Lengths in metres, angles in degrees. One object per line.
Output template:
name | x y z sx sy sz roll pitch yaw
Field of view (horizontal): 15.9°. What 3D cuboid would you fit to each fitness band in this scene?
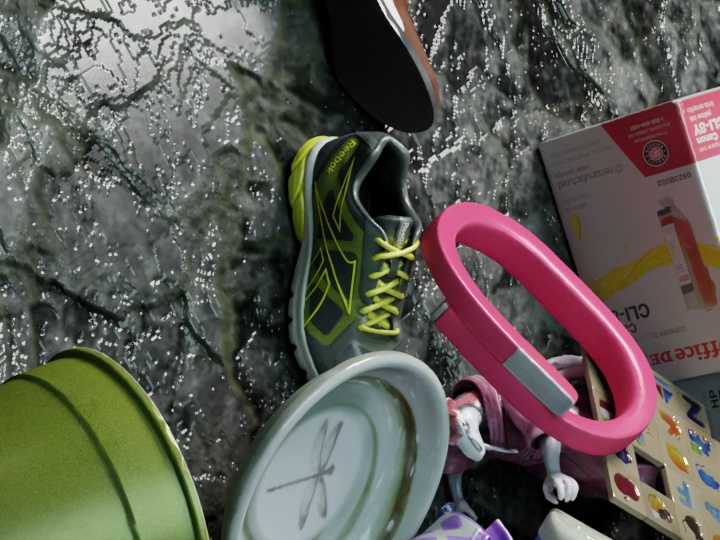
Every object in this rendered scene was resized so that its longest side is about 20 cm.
fitness band | 0.117 0.039 1.727 0.200 0.037 0.144 47 28 3

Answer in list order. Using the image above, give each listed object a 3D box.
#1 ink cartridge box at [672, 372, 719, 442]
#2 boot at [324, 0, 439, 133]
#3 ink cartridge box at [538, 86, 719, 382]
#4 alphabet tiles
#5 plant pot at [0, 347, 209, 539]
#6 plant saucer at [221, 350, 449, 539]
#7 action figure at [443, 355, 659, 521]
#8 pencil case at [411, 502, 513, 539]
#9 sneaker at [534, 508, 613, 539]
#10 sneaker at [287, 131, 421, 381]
ink cartridge box | 0.359 0.127 1.932 0.146 0.200 0.147 -12 87 -42
boot | 0.034 -0.216 1.835 0.188 0.068 0.200 53 42 -9
ink cartridge box | 0.233 -0.021 1.892 0.083 0.145 0.200 -18 92 -43
alphabet tiles | 0.230 0.139 1.795 0.200 0.008 0.167 33 32 -30
plant pot | -0.214 0.163 1.416 0.193 0.200 0.201 -16 90 -32
plant saucer | -0.027 0.135 1.641 0.200 0.050 0.200 -30 134 -37
action figure | 0.120 0.103 1.761 0.200 0.134 0.149 20 67 -43
pencil case | 0.018 0.231 1.645 0.200 0.085 0.084 -34 84 -35
sneaker | 0.134 0.224 1.724 0.077 0.200 0.111 29 87 8
sneaker | 0.000 0.000 1.712 0.074 0.085 0.200 0 77 -41
